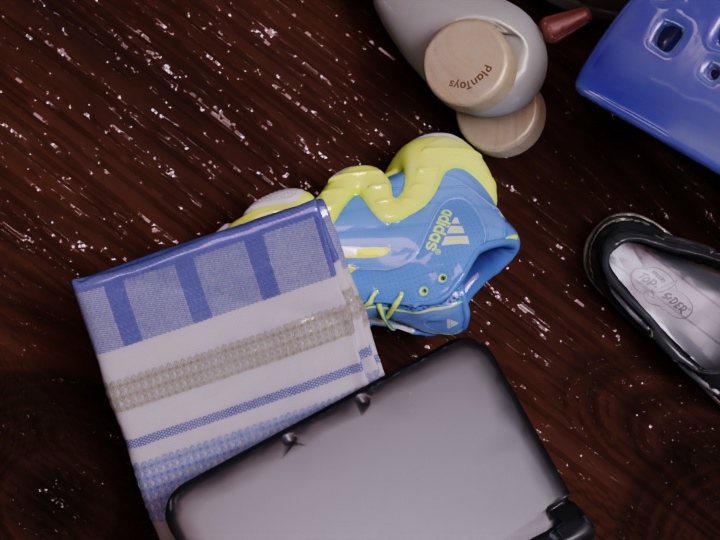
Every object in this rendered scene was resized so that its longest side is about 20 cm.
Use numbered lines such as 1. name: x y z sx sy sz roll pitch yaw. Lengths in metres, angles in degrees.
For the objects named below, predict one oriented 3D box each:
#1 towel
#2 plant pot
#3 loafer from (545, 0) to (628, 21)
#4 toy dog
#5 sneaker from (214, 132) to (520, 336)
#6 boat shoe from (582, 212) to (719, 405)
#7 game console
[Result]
1. towel: -0.056 0.071 1.440 0.147 0.024 0.200 -20 109 -4
2. plant pot: 0.259 -0.115 1.452 0.200 0.200 0.180 32 95 19
3. loafer: 0.097 -0.223 1.537 0.200 0.071 0.073 41 45 -3
4. toy dog: 0.052 -0.162 1.497 0.096 0.132 0.200 -37 90 2
5. sneaker: 0.000 0.000 1.468 0.200 0.076 0.105 -30 59 -17
6. boat shoe: 0.213 0.036 1.519 0.199 0.066 0.075 41 93 2
7. game console: 0.015 0.165 1.451 0.200 0.176 0.116 -27 51 -16
